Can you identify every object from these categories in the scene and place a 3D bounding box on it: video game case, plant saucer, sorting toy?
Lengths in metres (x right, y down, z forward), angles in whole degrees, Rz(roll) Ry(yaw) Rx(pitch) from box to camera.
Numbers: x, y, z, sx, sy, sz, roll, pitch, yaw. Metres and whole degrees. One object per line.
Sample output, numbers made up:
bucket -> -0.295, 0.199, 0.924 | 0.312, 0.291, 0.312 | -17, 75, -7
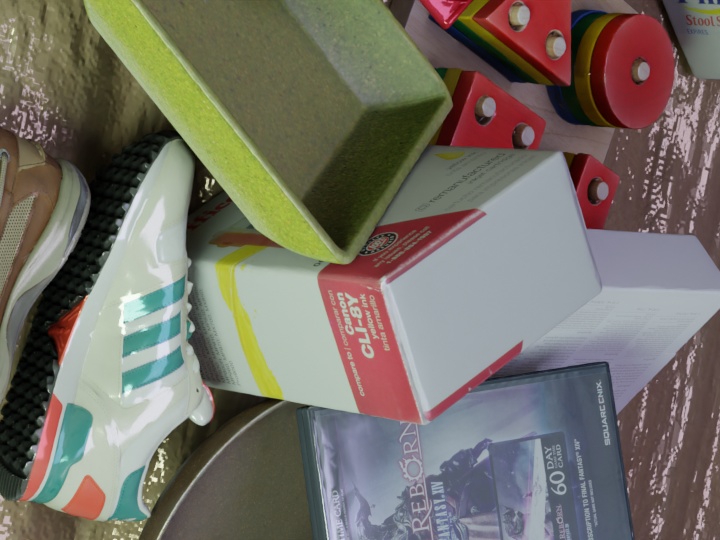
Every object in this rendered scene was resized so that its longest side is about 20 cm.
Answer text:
video game case -> 0.062, 0.132, 1.315 | 0.199, 0.019, 0.144 | -6, 87, -34
plant saucer -> -0.053, -0.112, 1.241 | 0.200, 0.048, 0.200 | 51, 32, -12
sorting toy -> 0.099, -0.101, 1.450 | 0.200, 0.069, 0.200 | 31, 74, -43
plant saucer -> -0.057, 0.146, 1.322 | 0.200, 0.032, 0.201 | -33, 139, -35

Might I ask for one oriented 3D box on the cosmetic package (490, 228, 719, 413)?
cosmetic package -> 0.101, 0.042, 1.428 | 0.199, 0.052, 0.151 | 3, 135, -45

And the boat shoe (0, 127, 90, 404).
boat shoe -> -0.202, 0.019, 1.171 | 0.072, 0.075, 0.201 | 42, 58, -36

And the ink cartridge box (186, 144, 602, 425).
ink cartridge box -> 0.000, 0.000, 1.275 | 0.145, 0.199, 0.084 | -36, 117, -35

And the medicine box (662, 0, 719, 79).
medicine box -> 0.317, -0.215, 1.571 | 0.200, 0.181, 0.103 | -47, 125, -29

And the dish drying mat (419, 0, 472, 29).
dish drying mat -> 0.005, -0.222, 1.239 | 0.200, 0.018, 0.077 | 50, 61, -15

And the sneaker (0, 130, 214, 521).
sneaker -> -0.112, 0.032, 1.244 | 0.093, 0.070, 0.201 | 23, 84, -27
